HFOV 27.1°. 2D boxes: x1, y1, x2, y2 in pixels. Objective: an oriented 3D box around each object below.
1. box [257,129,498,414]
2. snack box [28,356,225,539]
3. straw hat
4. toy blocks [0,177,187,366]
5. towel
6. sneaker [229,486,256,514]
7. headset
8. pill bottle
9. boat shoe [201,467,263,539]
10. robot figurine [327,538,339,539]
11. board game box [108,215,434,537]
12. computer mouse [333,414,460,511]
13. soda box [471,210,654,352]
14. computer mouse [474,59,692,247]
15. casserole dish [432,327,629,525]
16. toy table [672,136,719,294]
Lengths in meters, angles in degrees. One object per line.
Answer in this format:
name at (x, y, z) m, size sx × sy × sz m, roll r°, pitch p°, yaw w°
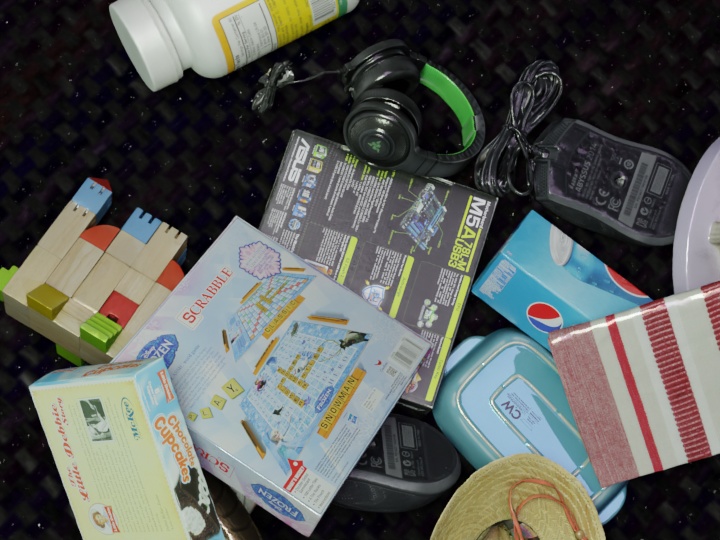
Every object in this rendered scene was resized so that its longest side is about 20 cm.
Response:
box at (0.000, 0.000, 1.296) m, size 0.193 × 0.048 × 0.200 m, roll 19°, pitch 76°, yaw -3°
snack box at (-0.166, 0.167, 1.113) m, size 0.037 × 0.116 × 0.200 m, roll -32°, pitch 109°, yaw -51°
straw hat at (0.108, 0.252, 1.227) m, size 0.201 × 0.085 × 0.201 m, roll 6°, pitch 80°, yaw -32°
toy blocks at (-0.198, 0.012, 1.259) m, size 0.200 × 0.100 × 0.137 m, roll 31°, pitch 66°, yaw 5°
towel at (0.268, 0.086, 1.218) m, size 0.200 × 0.023 × 0.144 m, roll -18°, pitch 107°, yaw 10°
sneaker at (-0.122, 0.212, 1.221) m, size 0.099 × 0.078 × 0.200 m, roll -17°, pitch 81°, yaw -5°
headset at (0.011, -0.139, 1.302) m, size 0.200 × 0.094 × 0.124 m, roll 17°, pitch 49°, yaw -24°
pill bottle at (-0.111, -0.237, 1.301) m, size 0.200 × 0.113 × 0.113 m, roll -29°, pitch 82°, yaw -10°
boat shoe at (-0.153, 0.174, 1.172) m, size 0.076 × 0.072 × 0.200 m, roll -41°, pitch 69°, yaw 3°
robot figurine at (-0.019, 0.320, 1.185) m, size 0.125 × 0.150 × 0.200 m, roll -18°, pitch 80°, yaw -22°
board game box at (-0.072, 0.078, 1.185) m, size 0.199 × 0.041 × 0.200 m, roll 34°, pitch 50°, yaw 5°
computer mouse at (-0.018, 0.153, 1.239) m, size 0.200 × 0.053 × 0.139 m, roll 14°, pitch 35°, yaw -9°
soda box at (0.200, 0.042, 1.284) m, size 0.200 × 0.064 × 0.068 m, roll 38°, pitch 49°, yaw 3°
computer mouse at (0.207, -0.086, 1.327) m, size 0.200 × 0.053 × 0.139 m, roll 27°, pitch 75°, yaw -2°
casserole dish at (0.153, 0.137, 1.285) m, size 0.121 × 0.039 × 0.200 m, roll -42°, pitch 84°, yaw -12°
toy table at (0.353, -0.025, 1.272) m, size 0.184 × 0.117 × 0.200 m, roll 2°, pitch 92°, yaw -28°
